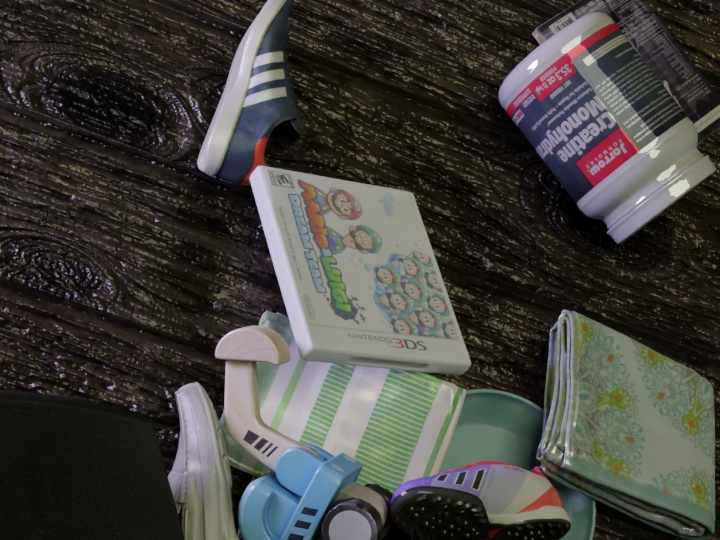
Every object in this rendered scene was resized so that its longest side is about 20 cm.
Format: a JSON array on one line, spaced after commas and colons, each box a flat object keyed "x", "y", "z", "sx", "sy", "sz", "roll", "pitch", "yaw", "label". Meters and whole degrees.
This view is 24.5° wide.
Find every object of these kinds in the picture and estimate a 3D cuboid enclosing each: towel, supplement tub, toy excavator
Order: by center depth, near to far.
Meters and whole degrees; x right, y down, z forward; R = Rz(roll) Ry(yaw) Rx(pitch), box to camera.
[{"x": -0.063, "y": 0.170, "z": 1.393, "sx": 0.199, "sy": 0.100, "sz": 0.195, "roll": 28, "pitch": 98, "yaw": 9, "label": "toy excavator"}, {"x": -0.018, "y": 0.133, "z": 1.473, "sx": 0.199, "sy": 0.023, "sz": 0.153, "roll": 21, "pitch": 62, "yaw": 1, "label": "towel"}, {"x": 0.257, "y": 0.145, "z": 1.567, "sx": 0.199, "sy": 0.048, "sz": 0.172, "roll": 27, "pitch": 53, "yaw": -22, "label": "towel"}, {"x": 0.245, "y": -0.142, "z": 1.655, "sx": 0.140, "sy": 0.140, "sz": 0.200, "roll": -34, "pitch": 84, "yaw": -30, "label": "supplement tub"}]

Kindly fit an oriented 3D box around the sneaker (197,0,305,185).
[{"x": -0.085, "y": -0.168, "z": 1.570, "sx": 0.084, "sy": 0.075, "sz": 0.201, "roll": 22, "pitch": 72, "yaw": -11, "label": "sneaker"}]

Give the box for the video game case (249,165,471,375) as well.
[{"x": 0.000, "y": 0.000, "z": 1.511, "sx": 0.181, "sy": 0.024, "sz": 0.201, "roll": 8, "pitch": 51, "yaw": -36, "label": "video game case"}]

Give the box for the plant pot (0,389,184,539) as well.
[{"x": -0.249, "y": 0.206, "z": 1.284, "sx": 0.177, "sy": 0.200, "sz": 0.201, "roll": -5, "pitch": 70, "yaw": -38, "label": "plant pot"}]

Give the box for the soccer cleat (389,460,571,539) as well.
[{"x": 0.097, "y": 0.196, "z": 1.437, "sx": 0.199, "sy": 0.068, "sz": 0.074, "roll": 13, "pitch": 44, "yaw": -38, "label": "soccer cleat"}]

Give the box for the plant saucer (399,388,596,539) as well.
[{"x": 0.119, "y": 0.209, "z": 1.515, "sx": 0.199, "sy": 0.036, "sz": 0.201, "roll": 8, "pitch": 66, "yaw": -19, "label": "plant saucer"}]

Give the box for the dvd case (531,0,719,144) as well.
[{"x": 0.293, "y": -0.208, "z": 1.776, "sx": 0.148, "sy": 0.016, "sz": 0.200, "roll": -34, "pitch": 84, "yaw": -31, "label": "dvd case"}]

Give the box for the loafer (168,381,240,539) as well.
[{"x": -0.140, "y": 0.194, "z": 1.392, "sx": 0.069, "sy": 0.070, "sz": 0.201, "roll": -8, "pitch": 72, "yaw": -4, "label": "loafer"}]
